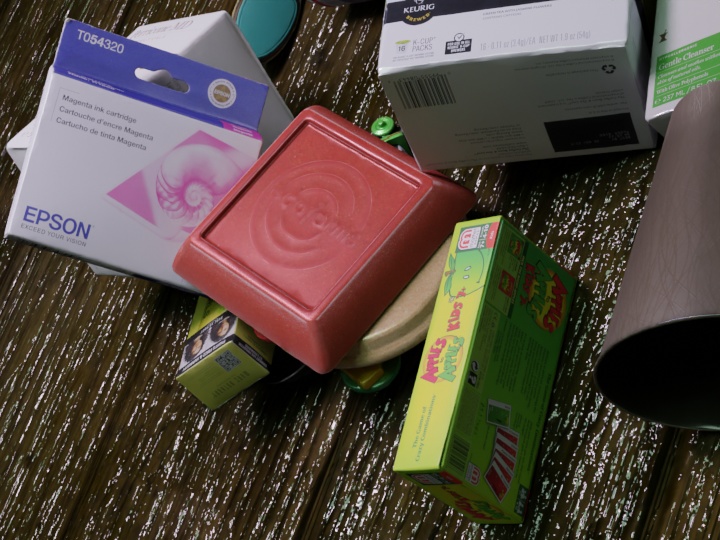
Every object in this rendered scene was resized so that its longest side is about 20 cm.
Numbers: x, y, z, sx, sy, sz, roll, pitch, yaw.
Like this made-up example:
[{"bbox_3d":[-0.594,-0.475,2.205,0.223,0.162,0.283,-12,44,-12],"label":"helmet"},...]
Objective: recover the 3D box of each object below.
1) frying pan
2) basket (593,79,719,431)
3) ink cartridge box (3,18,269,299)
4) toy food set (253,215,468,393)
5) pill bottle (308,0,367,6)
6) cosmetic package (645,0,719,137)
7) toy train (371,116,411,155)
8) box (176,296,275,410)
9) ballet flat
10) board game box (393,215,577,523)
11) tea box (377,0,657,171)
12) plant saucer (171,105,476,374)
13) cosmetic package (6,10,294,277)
[{"bbox_3d":[-0.074,0.079,1.471,0.190,0.031,0.115,-49,28,15],"label":"frying pan"},{"bbox_3d":[0.251,-0.016,1.114,0.179,0.136,0.202,-19,46,45],"label":"basket"},{"bbox_3d":[-0.189,-0.097,1.449,0.043,0.194,0.203,176,109,-73],"label":"ink cartridge box"},{"bbox_3d":[0.000,0.000,1.400,0.198,0.049,0.200,-44,53,-10],"label":"toy food set"},{"bbox_3d":[0.026,-0.320,1.601,0.199,0.114,0.115,0,63,48],"label":"pill bottle"},{"bbox_3d":[0.283,-0.188,1.243,0.107,0.084,0.202,-19,51,41],"label":"cosmetic package"},{"bbox_3d":[-0.044,-0.080,1.508,0.198,0.042,0.057,-22,45,6],"label":"toy train"},{"bbox_3d":[-0.108,0.030,1.498,0.075,0.050,0.201,-33,27,29],"label":"box"},{"bbox_3d":[-0.095,-0.294,1.765,0.070,0.070,0.202,-6,60,45],"label":"ballet flat"},{"bbox_3d":[0.095,0.074,1.237,0.047,0.101,0.202,-8,57,43],"label":"board game box"},{"bbox_3d":[0.132,-0.203,1.330,0.197,0.134,0.199,-5,56,18],"label":"tea box"},{"bbox_3d":[-0.038,-0.040,1.387,0.199,0.037,0.200,32,72,34],"label":"plant saucer"},{"bbox_3d":[-0.191,-0.117,1.592,0.164,0.166,0.200,2,42,51],"label":"cosmetic package"}]
